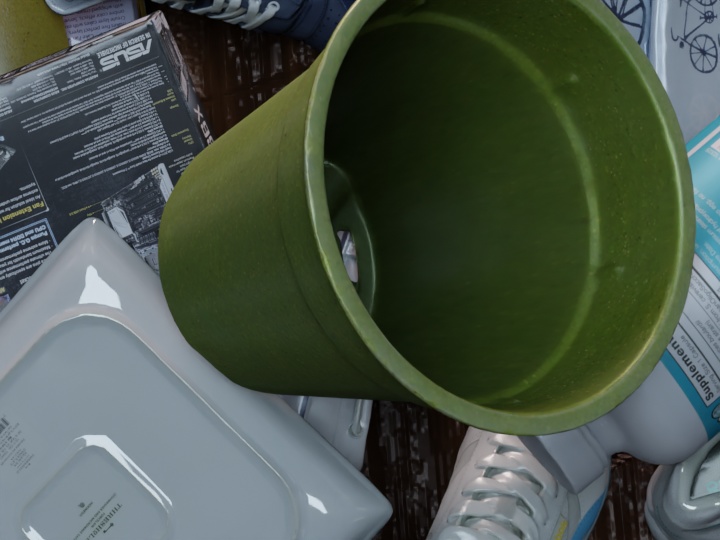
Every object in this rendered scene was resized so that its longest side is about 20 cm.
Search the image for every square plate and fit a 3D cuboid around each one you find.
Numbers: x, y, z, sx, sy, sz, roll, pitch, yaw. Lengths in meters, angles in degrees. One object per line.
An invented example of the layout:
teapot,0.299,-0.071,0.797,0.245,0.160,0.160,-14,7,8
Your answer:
square plate,-0.122,0.114,1.175,0.198,0.028,0.200,44,95,-1

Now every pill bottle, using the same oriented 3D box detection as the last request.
pill bottle,0.151,0.012,1.168,0.200,0.111,0.111,-40,79,-4

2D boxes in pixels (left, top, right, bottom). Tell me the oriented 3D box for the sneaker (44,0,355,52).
sneaker,-0.079,-0.143,1.242,0.200,0.070,0.109,41,61,-11

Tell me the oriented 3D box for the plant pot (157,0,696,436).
plant pot,0.009,-0.017,1.105,0.199,0.190,0.202,8,75,-34

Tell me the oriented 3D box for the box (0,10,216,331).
box,-0.156,-0.012,1.204,0.199,0.050,0.159,-22,100,3

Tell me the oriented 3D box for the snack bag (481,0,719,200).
snack bag,0.141,-0.120,1.222,0.199,0.021,0.190,5,86,-28

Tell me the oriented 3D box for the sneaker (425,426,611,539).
sneaker,0.069,0.126,1.209,0.076,0.081,0.201,18,80,9

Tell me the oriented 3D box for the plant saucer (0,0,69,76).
plant saucer,-0.232,-0.049,1.246,0.198,0.048,0.201,-12,100,2

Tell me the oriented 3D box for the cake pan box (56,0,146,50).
cake pan box,-0.215,-0.177,1.302,0.198,0.052,0.186,-11,77,2

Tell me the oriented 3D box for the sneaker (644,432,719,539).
sneaker,0.222,0.065,1.211,0.200,0.080,0.071,-40,77,-5

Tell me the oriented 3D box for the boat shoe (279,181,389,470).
boat shoe,0.000,0.000,1.250,0.065,0.074,0.201,17,84,-8
